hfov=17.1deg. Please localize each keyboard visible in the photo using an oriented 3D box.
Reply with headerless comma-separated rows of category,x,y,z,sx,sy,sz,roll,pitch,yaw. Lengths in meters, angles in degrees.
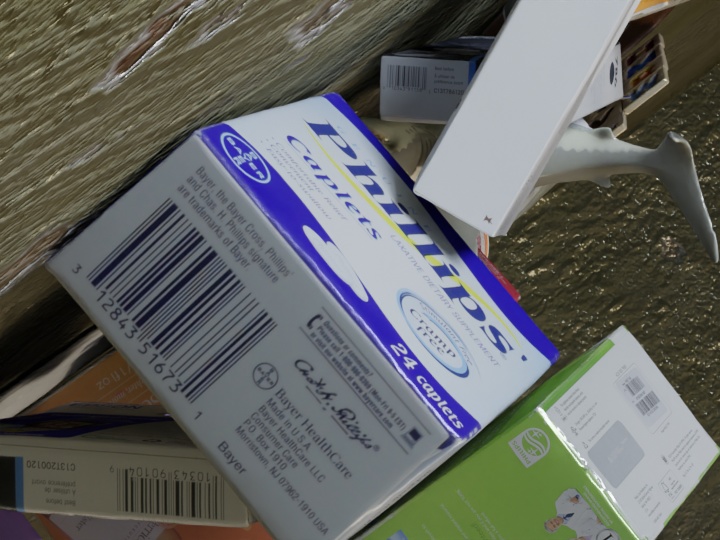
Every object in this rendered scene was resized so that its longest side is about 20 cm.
keyboard,-0.160,0.043,1.421,0.200,0.011,0.056,-37,171,-32

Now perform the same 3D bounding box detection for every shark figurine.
shark figurine,0.085,-0.045,1.322,0.214,0.090,0.128,4,-169,-2

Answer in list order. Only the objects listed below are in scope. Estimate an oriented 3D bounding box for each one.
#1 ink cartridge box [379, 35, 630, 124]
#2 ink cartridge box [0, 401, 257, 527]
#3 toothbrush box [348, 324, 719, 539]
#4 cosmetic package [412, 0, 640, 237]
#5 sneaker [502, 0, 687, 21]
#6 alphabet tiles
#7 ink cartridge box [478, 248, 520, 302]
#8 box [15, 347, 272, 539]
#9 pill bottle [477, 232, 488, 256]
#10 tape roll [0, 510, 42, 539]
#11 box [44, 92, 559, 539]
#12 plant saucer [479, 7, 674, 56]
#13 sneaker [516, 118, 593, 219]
ink cartridge box,0.085,-0.107,1.328,0.099,0.039,0.200,4,-171,16
ink cartridge box,-0.111,0.099,1.272,0.198,0.043,0.200,1,-177,21
toothbrush box,0.062,0.130,1.177,0.200,0.086,0.146,-40,177,27
cosmetic package,0.097,-0.114,1.178,0.200,0.051,0.083,-60,176,4
sneaker,0.160,-0.181,1.327,0.200,0.077,0.078,-19,-176,38
alphabet tiles,0.127,-0.086,1.525,0.166,0.006,0.200,-38,-170,15
ink cartridge box,0.000,0.000,1.349,0.083,0.147,0.200,-43,176,14
box,-0.104,0.135,1.473,0.152,0.200,0.106,-36,-179,8
pill bottle,0.016,-0.012,1.615,0.114,0.114,0.200,-39,176,12
tape roll,-0.279,0.178,1.319,0.200,0.085,0.200,-39,177,-3
box,-0.020,0.020,1.138,0.105,0.184,0.200,-41,176,19
plant saucer,0.143,-0.157,1.506,0.200,0.034,0.200,-36,167,-9
sneaker,0.067,-0.070,1.435,0.070,0.080,0.200,-44,-168,-23
